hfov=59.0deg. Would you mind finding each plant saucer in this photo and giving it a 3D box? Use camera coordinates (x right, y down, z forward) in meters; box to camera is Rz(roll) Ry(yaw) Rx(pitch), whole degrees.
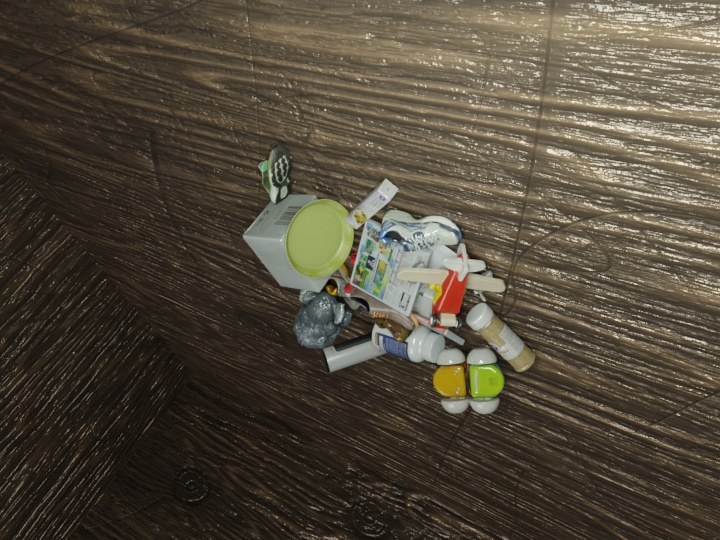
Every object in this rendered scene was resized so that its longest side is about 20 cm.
[{"bbox_3d":[-0.106,-0.081,1.591,0.031,0.200,0.201,27,157,51],"label":"plant saucer"}]

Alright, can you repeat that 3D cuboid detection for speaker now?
[{"bbox_3d":[-0.020,0.257,2.022,0.081,0.198,0.082,163,90,-78],"label":"speaker"}]

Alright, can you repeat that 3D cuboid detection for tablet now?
[{"bbox_3d":[0.146,-0.054,1.538,0.199,0.014,0.130,34,153,1],"label":"tablet"}]

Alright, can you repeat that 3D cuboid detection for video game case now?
[{"bbox_3d":[0.071,-0.006,1.578,0.181,0.022,0.201,29,129,18],"label":"video game case"},{"bbox_3d":[0.176,0.140,1.729,0.199,0.018,0.143,26,176,33],"label":"video game case"}]

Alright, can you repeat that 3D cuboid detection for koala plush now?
[{"bbox_3d":[-0.120,0.133,1.972,0.176,0.184,0.200,32,149,5],"label":"koala plush"}]

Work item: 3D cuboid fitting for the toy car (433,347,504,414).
[{"bbox_3d":[0.312,0.302,1.786,0.198,0.177,0.150,-5,179,26],"label":"toy car"}]

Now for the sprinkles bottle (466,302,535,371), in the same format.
[{"bbox_3d":[0.353,0.169,1.599,0.200,0.068,0.068,43,152,-16],"label":"sprinkles bottle"}]

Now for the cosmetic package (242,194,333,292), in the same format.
[{"bbox_3d":[-0.167,-0.074,1.695,0.165,0.168,0.201,7,141,43],"label":"cosmetic package"}]

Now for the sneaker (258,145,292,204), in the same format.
[{"bbox_3d":[-0.226,-0.248,1.595,0.088,0.077,0.201,38,152,13],"label":"sneaker"}]

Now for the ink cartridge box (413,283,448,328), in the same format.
[{"bbox_3d":[0.157,0.057,1.642,0.199,0.068,0.116,27,152,16],"label":"ink cartridge box"}]

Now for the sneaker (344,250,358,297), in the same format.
[{"bbox_3d":[0.000,0.000,1.748,0.199,0.078,0.116,-24,109,46],"label":"sneaker"}]

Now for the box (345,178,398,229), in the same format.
[{"bbox_3d":[0.023,-0.152,1.489,0.039,0.042,0.200,38,152,-9],"label":"box"}]

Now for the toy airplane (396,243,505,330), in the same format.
[{"bbox_3d":[0.206,0.022,1.456,0.198,0.142,0.200,-32,119,14],"label":"toy airplane"}]

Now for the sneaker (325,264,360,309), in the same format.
[{"bbox_3d":[-0.063,0.050,1.871,0.077,0.082,0.200,6,143,42],"label":"sneaker"}]

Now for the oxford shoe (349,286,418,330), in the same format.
[{"bbox_3d":[0.060,0.105,1.669,0.199,0.073,0.072,34,150,16],"label":"oxford shoe"}]

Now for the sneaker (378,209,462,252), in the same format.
[{"bbox_3d":[0.130,-0.074,1.431,0.198,0.086,0.077,10,142,30],"label":"sneaker"}]

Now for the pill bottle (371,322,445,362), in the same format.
[{"bbox_3d":[0.141,0.201,1.849,0.199,0.111,0.111,14,147,36],"label":"pill bottle"}]

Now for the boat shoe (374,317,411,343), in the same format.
[{"bbox_3d":[0.066,0.131,1.815,0.200,0.068,0.072,37,180,41],"label":"boat shoe"}]
